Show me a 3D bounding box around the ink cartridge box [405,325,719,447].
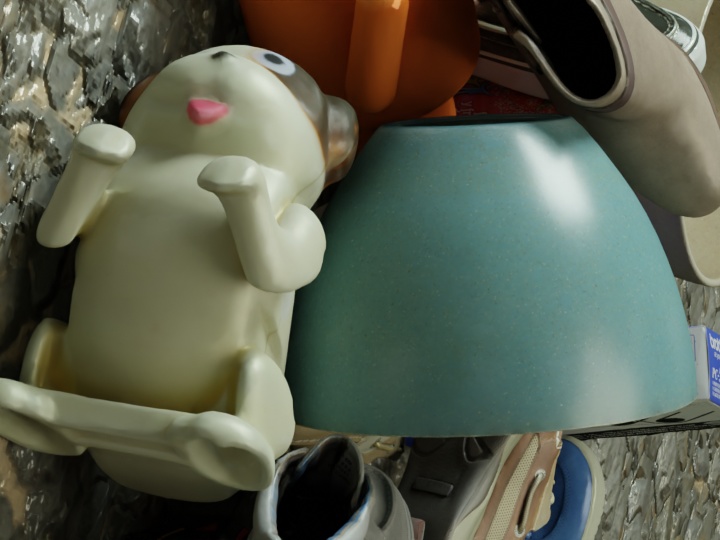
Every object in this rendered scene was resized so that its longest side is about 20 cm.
[{"bbox_3d":[0.114,0.069,1.583,0.094,0.199,0.045,26,60,-64],"label":"ink cartridge box"}]

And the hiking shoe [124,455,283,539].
[{"bbox_3d":[-0.081,0.170,1.343,0.200,0.075,0.101,-49,136,-51],"label":"hiking shoe"}]

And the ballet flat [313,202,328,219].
[{"bbox_3d":[0.000,0.000,1.498,0.200,0.067,0.076,15,62,-71],"label":"ballet flat"}]

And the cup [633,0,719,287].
[{"bbox_3d":[0.163,-0.098,1.710,0.200,0.142,0.202,-28,122,-60],"label":"cup"}]

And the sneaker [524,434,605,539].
[{"bbox_3d":[0.049,0.169,1.555,0.200,0.077,0.111,-47,154,11],"label":"sneaker"}]

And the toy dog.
[{"bbox_3d":[-0.066,-0.005,1.254,0.194,0.139,0.201,42,57,-61],"label":"toy dog"}]

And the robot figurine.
[{"bbox_3d":[-0.005,-0.147,1.363,0.144,0.116,0.201,-58,145,-42],"label":"robot figurine"}]

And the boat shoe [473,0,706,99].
[{"bbox_3d":[0.081,-0.137,1.446,0.064,0.199,0.071,86,22,-44],"label":"boat shoe"}]

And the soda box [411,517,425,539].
[{"bbox_3d":[-0.025,0.218,1.428,0.064,0.068,0.201,-74,180,-81],"label":"soda box"}]

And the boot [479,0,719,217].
[{"bbox_3d":[0.114,-0.097,1.344,0.200,0.070,0.146,51,10,-6],"label":"boot"}]

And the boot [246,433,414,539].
[{"bbox_3d":[-0.010,0.117,1.295,0.200,0.073,0.096,-64,169,-63],"label":"boot"}]

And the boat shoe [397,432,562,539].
[{"bbox_3d":[0.069,0.110,1.507,0.072,0.076,0.201,40,76,-38],"label":"boat shoe"}]

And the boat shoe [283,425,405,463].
[{"bbox_3d":[-0.014,0.081,1.470,0.200,0.072,0.065,-6,112,-71],"label":"boat shoe"}]

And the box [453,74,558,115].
[{"bbox_3d":[0.080,-0.092,1.527,0.201,0.094,0.103,-82,163,-47],"label":"box"}]

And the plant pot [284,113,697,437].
[{"bbox_3d":[0.057,-0.004,1.326,0.200,0.199,0.136,-16,104,-63],"label":"plant pot"}]
